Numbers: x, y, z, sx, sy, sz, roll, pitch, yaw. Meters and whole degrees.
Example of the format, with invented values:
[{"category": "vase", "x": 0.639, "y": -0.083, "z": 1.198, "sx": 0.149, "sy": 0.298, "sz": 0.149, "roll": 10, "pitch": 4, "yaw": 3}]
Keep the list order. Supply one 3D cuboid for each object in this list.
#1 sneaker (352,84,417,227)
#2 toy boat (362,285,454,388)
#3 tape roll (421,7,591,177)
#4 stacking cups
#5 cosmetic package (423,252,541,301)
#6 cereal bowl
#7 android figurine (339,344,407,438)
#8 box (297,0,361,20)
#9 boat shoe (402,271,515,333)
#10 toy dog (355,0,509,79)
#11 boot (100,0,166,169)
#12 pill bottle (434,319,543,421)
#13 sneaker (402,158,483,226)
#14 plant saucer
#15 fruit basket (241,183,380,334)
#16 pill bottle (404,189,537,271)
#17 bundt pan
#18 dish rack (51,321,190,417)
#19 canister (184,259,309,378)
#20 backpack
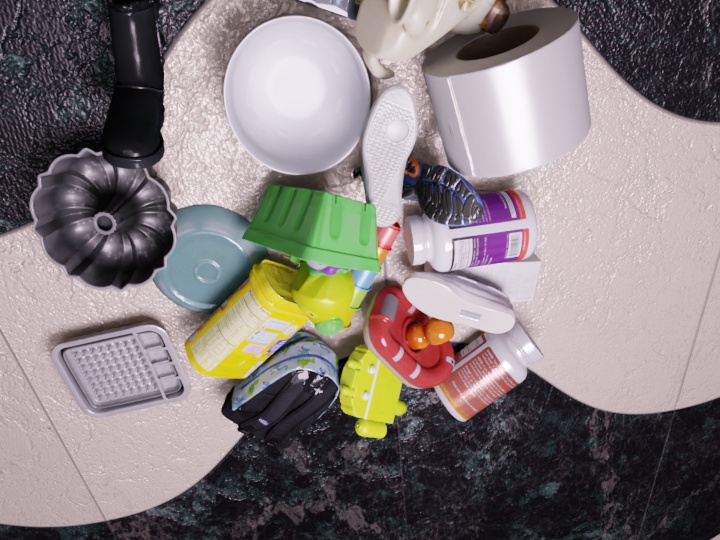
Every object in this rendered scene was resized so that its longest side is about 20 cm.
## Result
[{"category": "sneaker", "x": 0.028, "y": -0.178, "z": 0.762, "sx": 0.072, "sy": 0.119, "sz": 0.203, "roll": -2, "pitch": 130, "yaw": -10}, {"category": "toy boat", "x": 0.105, "y": 0.113, "z": 0.930, "sx": 0.129, "sy": 0.132, "sz": 0.200, "roll": -17, "pitch": 129, "yaw": 39}, {"category": "tape roll", "x": 0.193, "y": -0.236, "z": 0.714, "sx": 0.199, "sy": 0.204, "sz": 0.141, "roll": -22, "pitch": 123, "yaw": 4}, {"category": "stacking cups", "x": 0.000, "y": 0.000, "z": 0.908, "sx": 0.060, "sy": 0.061, "sz": 0.202, "roll": 20, "pitch": 111, "yaw": -20}, {"category": "cosmetic package", "x": 0.210, "y": 0.011, "z": 0.950, "sx": 0.195, "sy": 0.051, "sz": 0.084, "roll": -1, "pitch": 119, "yaw": -8}, {"category": "cereal bowl", "x": -0.086, "y": -0.240, "z": 0.732, "sx": 0.195, "sy": 0.084, "sz": 0.204, "roll": -4, "pitch": 120, "yaw": -7}, {"category": "android figurine", "x": 0.030, "y": 0.207, "z": 0.979, "sx": 0.199, "sy": 0.040, "sz": 0.186, "roll": 30, "pitch": 72, "yaw": -49}, {"category": "box", "x": -0.033, "y": -0.427, "z": 0.650, "sx": 0.154, "sy": 0.051, "sz": 0.203, "roll": 11, "pitch": 117, "yaw": -16}, {"category": "boat shoe", "x": 0.163, "y": 0.038, "z": 0.888, "sx": 0.196, "sy": 0.069, "sz": 0.073, "roll": 15, "pitch": 131, "yaw": -4}, {"category": "toy dog", "x": 0.097, "y": -0.331, "z": 0.653, "sx": 0.197, "sy": 0.139, "sz": 0.197, "roll": -22, "pitch": 135, "yaw": -27}, {"category": "boot", "x": -0.269, "y": -0.235, "z": 0.643, "sx": 0.072, "sy": 0.200, "sz": 0.165, "roll": 2, "pitch": 127, "yaw": -14}, {"category": "pill bottle", "x": 0.240, "y": 0.186, "z": 1.021, "sx": 0.199, "sy": 0.113, "sz": 0.112, "roll": -39, "pitch": 119, "yaw": 14}, {"category": "sneaker", "x": 0.119, "y": -0.118, "z": 0.782, "sx": 0.077, "sy": 0.200, "sz": 0.077, "roll": 4, "pitch": 114, "yaw": -29}, {"category": "plant saucer", "x": -0.246, "y": -0.005, "z": 0.871, "sx": 0.195, "sy": 0.036, "sz": 0.204, "roll": -5, "pitch": 121, "yaw": -8}, {"category": "fruit basket", "x": -0.069, "y": -0.009, "z": 0.782, "sx": 0.153, "sy": 0.216, "sz": 0.218, "roll": 9, "pitch": 121, "yaw": -39}, {"category": "pill bottle", "x": 0.173, "y": -0.062, "z": 0.865, "sx": 0.195, "sy": 0.113, "sz": 0.114, "roll": -8, "pitch": 122, "yaw": -4}, {"category": "bundt pan", "x": -0.354, "y": -0.078, "z": 0.774, "sx": 0.197, "sy": 0.076, "sz": 0.206, "roll": -1, "pitch": 111, "yaw": -4}, {"category": "dish rack", "x": -0.409, "y": 0.167, "z": 0.940, "sx": 0.196, "sy": 0.044, "sz": 0.174, "roll": -12, "pitch": 122, "yaw": -2}, {"category": "canister", "x": -0.174, "y": 0.087, "z": 0.887, "sx": 0.199, "sy": 0.087, "sz": 0.148, "roll": -42, "pitch": 150, "yaw": 17}, {"category": "backpack", "x": -0.125, "y": 0.208, "z": 0.968, "sx": 0.162, "sy": 0.156, "sz": 0.199, "roll": 34, "pitch": 132, "yaw": -22}]
